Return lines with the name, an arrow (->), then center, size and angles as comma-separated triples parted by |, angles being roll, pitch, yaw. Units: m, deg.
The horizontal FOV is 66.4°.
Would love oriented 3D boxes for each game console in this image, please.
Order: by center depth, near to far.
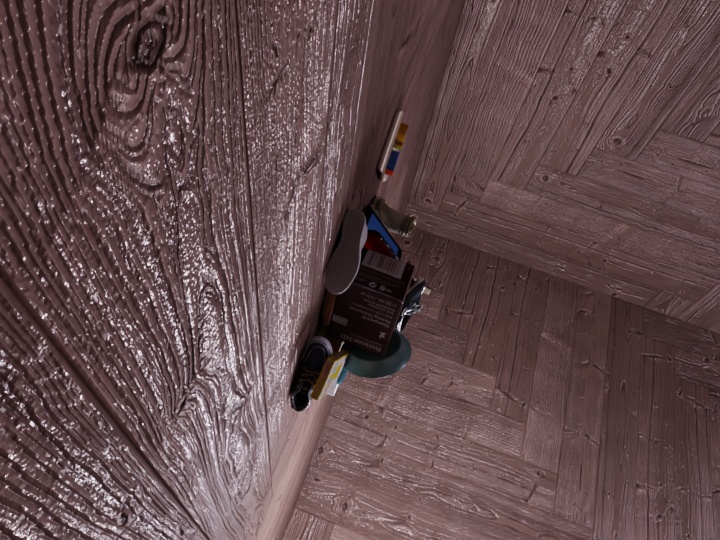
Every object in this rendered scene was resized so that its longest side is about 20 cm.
game console -> 0.082, -0.074, 1.543 | 0.119, 0.200, 0.172 | -48, -151, -18

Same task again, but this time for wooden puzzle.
wooden puzzle -> 0.102, -0.363, 1.642 | 0.200, 0.046, 0.187 | -2, 111, -85

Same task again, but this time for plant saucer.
plant saucer -> -0.064, 0.056, 1.479 | 0.200, 0.032, 0.202 | 19, 90, -84
plant saucer -> 0.039, 0.209, 1.497 | 0.201, 0.198, 0.036 | -65, 155, -52

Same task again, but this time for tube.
tube -> -0.088, 0.301, 1.550 | 0.200, 0.050, 0.078 | -32, -150, 52

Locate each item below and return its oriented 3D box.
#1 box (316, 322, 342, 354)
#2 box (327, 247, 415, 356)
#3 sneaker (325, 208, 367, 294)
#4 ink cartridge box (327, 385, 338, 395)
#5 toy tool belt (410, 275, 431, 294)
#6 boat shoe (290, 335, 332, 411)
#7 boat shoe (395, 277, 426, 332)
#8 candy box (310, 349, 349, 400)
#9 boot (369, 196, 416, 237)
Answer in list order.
box -> -0.092, 0.209, 1.512 | 0.050, 0.075, 0.201 | 104, 8, -47
box -> 0.029, 0.079, 1.445 | 0.165, 0.164, 0.201 | -65, 172, -52
sneaker -> -0.025, -0.037, 1.310 | 0.116, 0.073, 0.202 | 46, 62, -81
ink cartridge box -> -0.087, 0.314, 1.911 | 0.200, 0.083, 0.146 | -59, 167, -68
toy tool belt -> 0.111, 0.078, 1.677 | 0.200, 0.122, 0.126 | -38, -152, 37
boat shoe -> -0.123, 0.261, 1.368 | 0.091, 0.070, 0.202 | -67, 175, -56
boat shoe -> 0.139, 0.101, 1.554 | 0.075, 0.062, 0.201 | -22, 153, -46
candy box -> -0.073, 0.256, 1.370 | 0.103, 0.026, 0.200 | -64, 171, 1
boot -> 0.100, -0.167, 1.727 | 0.200, 0.153, 0.073 | -58, 167, -68
